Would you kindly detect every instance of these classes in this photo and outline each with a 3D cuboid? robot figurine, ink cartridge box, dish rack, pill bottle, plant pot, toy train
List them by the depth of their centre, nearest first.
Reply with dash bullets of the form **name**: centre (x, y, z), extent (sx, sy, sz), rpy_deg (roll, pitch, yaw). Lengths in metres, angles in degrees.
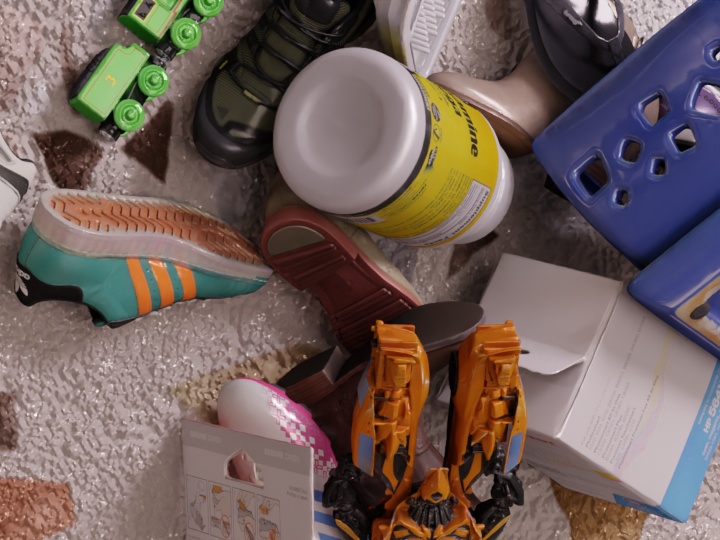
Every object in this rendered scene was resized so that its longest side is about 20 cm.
- **ink cartridge box**: centre (-0.063, 0.197, 1.493), extent (0.044, 0.199, 0.178), rpy_deg (0, 92, -29)
- **robot figurine**: centre (0.049, 0.127, 1.511), extent (0.143, 0.058, 0.202), rpy_deg (0, 122, -8)
- **toy train**: centre (-0.133, -0.180, 1.530), extent (0.056, 0.042, 0.201), rpy_deg (36, 75, -15)
- **pill bottle**: centre (0.031, -0.079, 1.547), extent (0.200, 0.112, 0.114), rpy_deg (21, 81, -61)
- **dish rack**: centre (0.050, -0.225, 1.562), extent (0.043, 0.200, 0.173), rpy_deg (21, 81, 9)
- **plant pot**: centre (0.272, -0.053, 1.590), extent (0.200, 0.181, 0.200), rpy_deg (-38, 141, 17)
- **ink cartridge box**: centre (0.165, 0.082, 1.631), extent (0.200, 0.128, 0.126), rpy_deg (35, 75, -42)

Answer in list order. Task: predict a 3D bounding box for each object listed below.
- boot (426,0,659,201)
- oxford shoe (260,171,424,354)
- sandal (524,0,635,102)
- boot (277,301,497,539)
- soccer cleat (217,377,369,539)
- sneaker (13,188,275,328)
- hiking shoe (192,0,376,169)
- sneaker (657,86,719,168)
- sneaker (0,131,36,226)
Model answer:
- **boot**: centre (0.145, -0.148, 1.673), extent (0.199, 0.070, 0.147), rpy_deg (33, 73, -32)
- **oxford shoe**: centre (0.000, 0.000, 1.596), extent (0.200, 0.070, 0.075), rpy_deg (50, 26, -39)
- **sandal**: centre (0.156, -0.206, 1.641), extent (0.076, 0.043, 0.202), rpy_deg (-14, 73, -28)
- **boot**: centre (0.059, 0.131, 1.584), extent (0.201, 0.185, 0.064), rpy_deg (57, 38, -15)
- **soccer cleat**: centre (-0.046, 0.170, 1.565), extent (0.201, 0.069, 0.086), rpy_deg (59, 38, -19)
- **sneaker**: centre (-0.152, -0.001, 1.517), extent (0.199, 0.071, 0.080), rpy_deg (11, 119, -40)
- **hiking shoe**: centre (-0.051, -0.162, 1.531), extent (0.075, 0.101, 0.201), rpy_deg (32, 67, 8)
- **sneaker**: centre (0.318, -0.107, 1.769), extent (0.199, 0.075, 0.088), rpy_deg (23, 68, -34)
- **sneaker**: centre (-0.288, -0.114, 1.436), extent (0.088, 0.075, 0.201), rpy_deg (-46, 117, -36)
